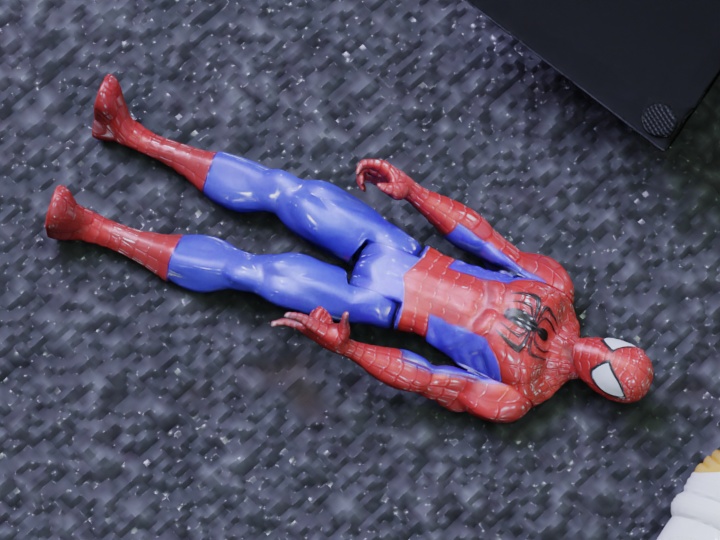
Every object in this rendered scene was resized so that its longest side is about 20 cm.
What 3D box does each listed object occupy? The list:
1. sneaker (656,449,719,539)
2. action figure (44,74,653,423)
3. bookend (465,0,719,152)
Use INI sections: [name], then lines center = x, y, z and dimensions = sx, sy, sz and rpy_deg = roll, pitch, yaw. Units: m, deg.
[sneaker]
center = 0.169, 0.141, 0.894
dimensions = 0.200, 0.076, 0.088
rpy_deg = 36, 91, 10
[action figure]
center = 0.000, 0.000, 0.934
dimensions = 0.199, 0.052, 0.066
rpy_deg = 22, 69, 2
[bookend]
center = 0.145, -0.167, 0.954
dimensions = 0.092, 0.199, 0.201
rpy_deg = 38, 119, 9
